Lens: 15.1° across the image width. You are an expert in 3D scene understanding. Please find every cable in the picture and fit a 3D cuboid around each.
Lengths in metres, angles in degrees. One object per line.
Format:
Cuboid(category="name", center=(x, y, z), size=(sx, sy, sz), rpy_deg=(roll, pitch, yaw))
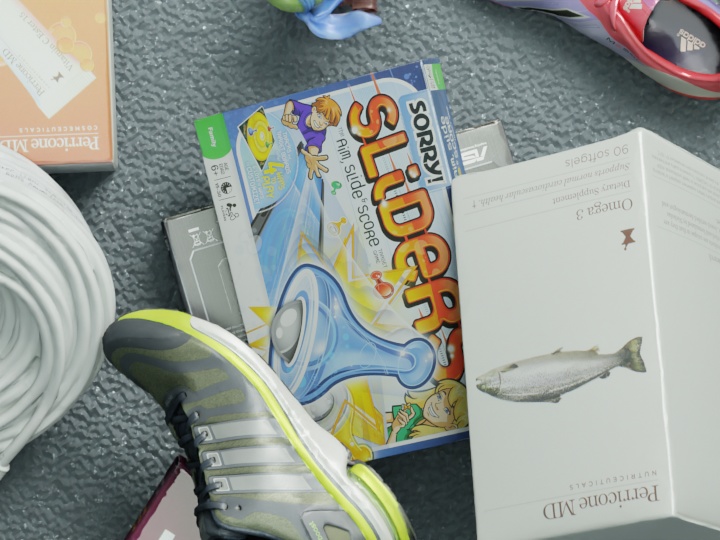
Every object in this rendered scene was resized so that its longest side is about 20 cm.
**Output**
Cuboid(category="cable", center=(-0.229, 0.018, 1.437), size=(0.200, 0.069, 0.200), rpy_deg=(-39, 124, 19))

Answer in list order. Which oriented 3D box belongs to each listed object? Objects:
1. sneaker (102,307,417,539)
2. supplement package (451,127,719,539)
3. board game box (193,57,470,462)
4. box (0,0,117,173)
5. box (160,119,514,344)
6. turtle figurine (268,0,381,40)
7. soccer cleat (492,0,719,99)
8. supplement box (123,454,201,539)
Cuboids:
Cuboid(category="sneaker", center=(-0.064, 0.099, 1.405), size=(0.200, 0.074, 0.081), rpy_deg=(41, 63, 13))
Cuboid(category="supplement package", center=(0.129, 0.046, 1.395), size=(0.117, 0.117, 0.201), rpy_deg=(-14, 71, 30))
Cuboid(category="board game box", center=(0.000, 0.000, 1.449), size=(0.135, 0.034, 0.201), rpy_deg=(-14, 91, 19))
Cuboid(category="box", center=(-0.198, -0.152, 1.477), size=(0.124, 0.097, 0.201), rpy_deg=(-3, 90, -5))
Cuboid(category="box", center=(0.006, 0.019, 1.514), size=(0.199, 0.048, 0.159), rpy_deg=(-17, 91, -3))
Cuboid(category="turtle figurine", center=(0.001, -0.244, 1.448), size=(0.194, 0.144, 0.200), rpy_deg=(-48, 116, -24))
Cuboid(category="soccer cleat", center=(0.131, -0.158, 1.512), size=(0.200, 0.076, 0.067), rpy_deg=(30, 87, -4))
Cuboid(category="supplement box", center=(-0.098, 0.219, 1.478), size=(0.131, 0.103, 0.200), rpy_deg=(32, 87, -2))
